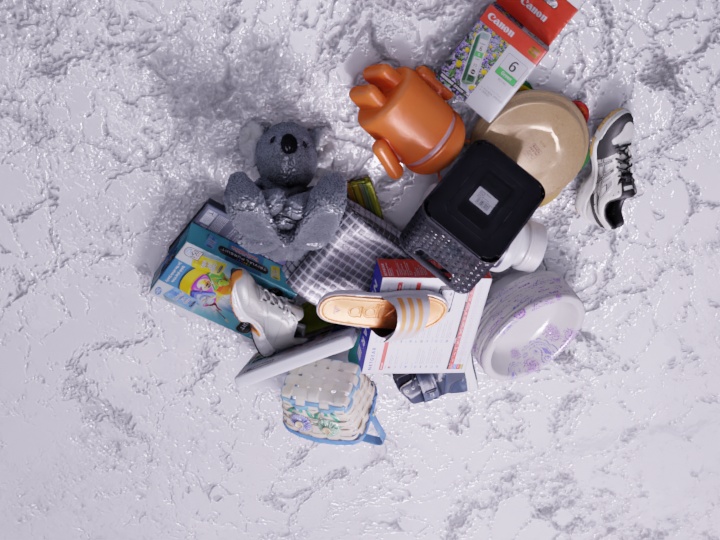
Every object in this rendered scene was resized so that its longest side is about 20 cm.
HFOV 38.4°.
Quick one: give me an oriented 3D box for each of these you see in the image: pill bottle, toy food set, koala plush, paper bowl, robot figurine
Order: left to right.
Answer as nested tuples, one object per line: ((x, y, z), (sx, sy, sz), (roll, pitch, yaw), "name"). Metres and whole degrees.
((-0.113, -0.136, 1.542), (0.176, 0.201, 0.184), (-1, 154, -5), "koala plush")
((0.075, -0.221, 1.539), (0.200, 0.144, 0.116), (38, 128, -26), "robot figurine")
((0.193, -0.062, 1.655), (0.199, 0.111, 0.111), (16, 120, -15), "pill bottle")
((0.267, 0.082, 1.733), (0.200, 0.105, 0.201), (-21, 143, -17), "paper bowl")
((0.266, -0.195, 1.615), (0.199, 0.049, 0.198), (28, 116, -20), "toy food set")

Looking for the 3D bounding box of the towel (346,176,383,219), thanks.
((-0.066, -0.083, 1.663), (0.199, 0.018, 0.086), (-18, 122, 6), "towel")

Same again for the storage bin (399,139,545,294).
((0.167, -0.082, 1.527), (0.135, 0.200, 0.094), (39, 142, 3), "storage bin")

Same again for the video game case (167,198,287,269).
((-0.192, -0.027, 1.672), (0.199, 0.019, 0.143), (28, 134, -22), "video game case")

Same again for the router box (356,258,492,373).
((0.098, 0.075, 1.639), (0.178, 0.049, 0.201), (1, 127, -15), "router box")

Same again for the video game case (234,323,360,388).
((-0.097, 0.131, 1.699), (0.199, 0.182, 0.024), (-21, 96, 8), "video game case")

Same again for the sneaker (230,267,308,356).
((-0.142, 0.056, 1.629), (0.091, 0.076, 0.200), (-13, 142, 10), "sneaker")

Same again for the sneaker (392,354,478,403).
((0.121, 0.148, 1.803), (0.145, 0.077, 0.203), (-14, 124, 0), "sneaker")

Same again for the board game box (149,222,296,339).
((-0.221, 0.022, 1.681), (0.199, 0.047, 0.151), (26, 134, -19), "board game box")

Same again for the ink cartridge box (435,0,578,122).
((0.212, -0.328, 1.501), (0.109, 0.050, 0.200), (39, 114, 0), "ink cartridge box")

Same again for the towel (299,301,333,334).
((-0.031, 0.064, 1.769), (0.199, 0.018, 0.086), (-32, 119, 14), "towel")

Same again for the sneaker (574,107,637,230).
((0.405, -0.155, 1.620), (0.075, 0.088, 0.201), (-18, 133, -29), "sneaker")

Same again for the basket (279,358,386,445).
((-0.055, 0.238, 1.801), (0.175, 0.140, 0.200), (7, 150, 21), "basket")

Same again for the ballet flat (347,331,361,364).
((0.053, 0.104, 1.773), (0.067, 0.068, 0.200), (5, 135, -38), "ballet flat")

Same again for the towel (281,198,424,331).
((0.000, 0.000, 1.641), (0.199, 0.086, 0.166), (31, 105, -31), "towel")

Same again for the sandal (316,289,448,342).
((0.036, 0.075, 1.553), (0.205, 0.059, 0.080), (2, 128, -15), "sandal")
